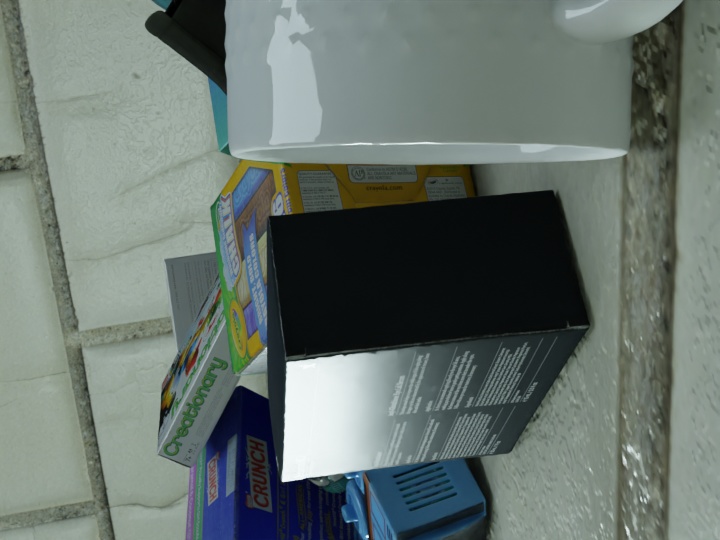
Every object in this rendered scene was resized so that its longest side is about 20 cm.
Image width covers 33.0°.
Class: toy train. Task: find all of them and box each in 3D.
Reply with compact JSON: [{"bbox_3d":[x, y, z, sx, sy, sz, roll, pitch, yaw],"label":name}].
[{"bbox_3d":[0.039,0.191,0.882,0.200,0.087,0.114,87,163,-44],"label":"toy train"}]

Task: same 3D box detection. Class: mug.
[{"bbox_3d":[0.041,-0.128,0.423,0.200,0.147,0.176,3,94,52],"label":"mug"}]

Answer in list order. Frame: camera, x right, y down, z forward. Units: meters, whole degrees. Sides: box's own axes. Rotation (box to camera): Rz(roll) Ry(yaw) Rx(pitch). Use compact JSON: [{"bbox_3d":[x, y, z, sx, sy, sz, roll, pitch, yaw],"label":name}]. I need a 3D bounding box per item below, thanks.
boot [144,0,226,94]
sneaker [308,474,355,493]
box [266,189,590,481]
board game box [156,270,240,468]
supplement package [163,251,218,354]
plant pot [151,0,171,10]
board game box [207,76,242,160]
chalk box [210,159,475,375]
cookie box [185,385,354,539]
[{"bbox_3d":[-0.072,-0.202,0.940,0.077,0.138,0.200,-38,22,36],"label":"boot"},{"bbox_3d":[0.008,0.133,1.005,0.080,0.077,0.200,54,-162,-6],"label":"sneaker"},{"bbox_3d":[0.022,0.042,0.640,0.200,0.141,0.079,100,160,-64],"label":"box"},{"bbox_3d":[-0.108,0.044,0.985,0.200,0.035,0.126,-62,16,15],"label":"board game box"},{"bbox_3d":[-0.091,0.034,1.233,0.121,0.200,0.120,160,102,-82],"label":"supplement package"},{"bbox_3d":[-0.114,-0.330,1.157,0.188,0.200,0.200,-148,49,-60],"label":"plant pot"},{"bbox_3d":[-0.060,-0.166,1.030,0.045,0.152,0.200,-38,49,34],"label":"board game box"},{"bbox_3d":[-0.020,-0.008,0.789,0.200,0.124,0.124,139,125,-60],"label":"chalk box"},{"bbox_3d":[-0.043,0.212,1.001,0.075,0.200,0.171,-41,33,29],"label":"cookie box"}]
